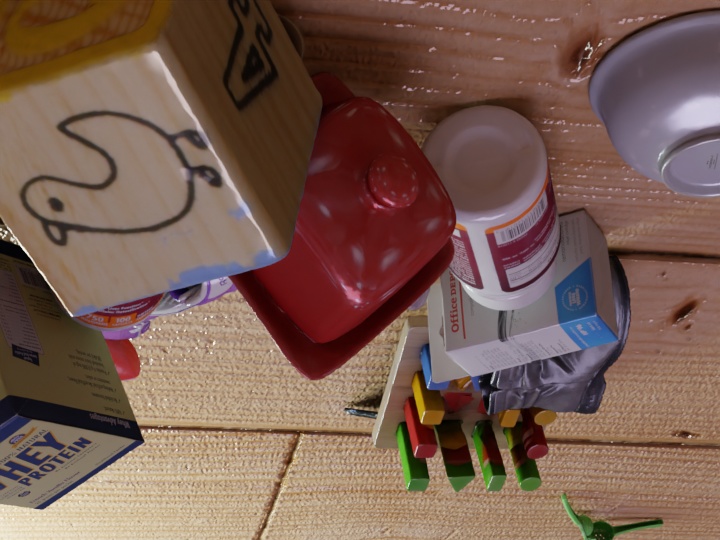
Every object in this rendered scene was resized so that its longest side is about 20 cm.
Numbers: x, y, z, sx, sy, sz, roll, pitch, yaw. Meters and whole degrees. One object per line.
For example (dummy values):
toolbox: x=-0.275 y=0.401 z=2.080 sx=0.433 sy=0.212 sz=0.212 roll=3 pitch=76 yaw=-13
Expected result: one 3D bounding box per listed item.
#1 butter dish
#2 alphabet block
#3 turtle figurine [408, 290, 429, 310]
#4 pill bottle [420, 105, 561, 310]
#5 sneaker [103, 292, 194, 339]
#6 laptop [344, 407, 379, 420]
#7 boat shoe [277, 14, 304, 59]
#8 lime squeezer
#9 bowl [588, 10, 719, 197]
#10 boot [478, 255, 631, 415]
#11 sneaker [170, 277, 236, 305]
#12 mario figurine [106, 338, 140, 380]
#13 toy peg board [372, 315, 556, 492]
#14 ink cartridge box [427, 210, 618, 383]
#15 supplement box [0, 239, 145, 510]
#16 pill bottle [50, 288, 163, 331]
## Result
butter dish: x=-0.006 y=-0.052 z=1.361 sx=0.200 sy=0.200 sz=0.147 roll=54 pitch=147 yaw=-7
alphabet block: x=-0.160 y=-0.119 z=1.250 sx=0.193 sy=0.198 sz=0.201 roll=-15 pitch=129 yaw=20
turtle figurine: x=0.000 y=0.000 z=1.644 sx=0.148 sy=0.102 sz=0.200 roll=16 pitch=173 yaw=16
pill bottle: x=0.120 y=-0.050 z=1.554 sx=0.113 sy=0.115 sz=0.200 roll=-7 pitch=152 yaw=8
sneaker: x=-0.216 y=0.025 z=1.726 sx=0.198 sy=0.073 sz=0.114 roll=-4 pitch=158 yaw=26
laptop: x=0.100 y=0.132 z=2.016 sx=0.175 sy=0.105 sz=0.200 roll=9 pitch=176 yaw=-20
boat shoe: x=-0.118 y=-0.147 z=1.411 sx=0.199 sy=0.072 sz=0.064 roll=-30 pitch=178 yaw=28
lime squeezer: x=0.335 y=0.358 z=2.441 sx=0.199 sy=0.038 sz=0.070 roll=19 pitch=145 yaw=-34
bowl: x=0.294 y=-0.123 z=1.455 sx=0.198 sy=0.091 sz=0.202 roll=-2 pitch=153 yaw=-1
boot: x=0.196 y=0.074 z=1.778 sx=0.130 sy=0.070 sz=0.202 roll=1 pitch=124 yaw=-14
sneaker: x=-0.123 y=-0.015 z=1.548 sx=0.113 sy=0.073 sz=0.200 roll=-26 pitch=-178 yaw=-5
mario figurine: x=-0.328 y=0.107 z=1.815 sx=0.197 sy=0.124 sz=0.107 roll=1 pitch=140 yaw=2
toy peg board: x=0.133 y=0.155 z=1.897 sx=0.198 sy=0.098 sz=0.200 roll=1 pitch=135 yaw=-15
ink cartridge box: x=0.144 y=0.029 z=1.703 sx=0.198 sy=0.117 sz=0.068 roll=-16 pitch=149 yaw=23
supplement box: x=-0.333 y=0.093 z=1.590 sx=0.134 sy=0.201 sz=0.200 roll=-33 pitch=156 yaw=18
pill bottle: x=-0.217 y=-0.036 z=1.551 sx=0.112 sy=0.114 sz=0.200 roll=4 pitch=152 yaw=-12
